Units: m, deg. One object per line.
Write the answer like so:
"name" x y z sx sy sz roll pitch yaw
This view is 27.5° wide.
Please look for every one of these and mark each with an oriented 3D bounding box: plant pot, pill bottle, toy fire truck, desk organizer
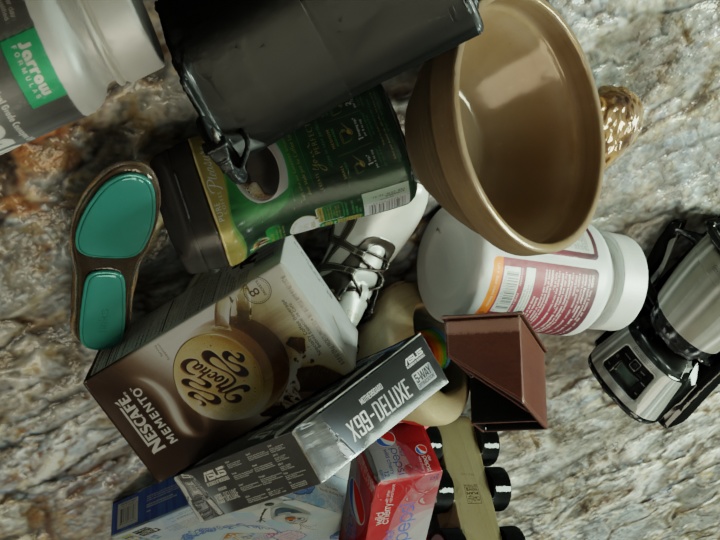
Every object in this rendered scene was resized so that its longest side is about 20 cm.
"plant pot" 0.098 -0.108 1.126 0.092 0.203 0.200 -7 154 40
"pill bottle" -0.241 -0.142 0.994 0.198 0.114 0.114 -24 140 1
"toy fire truck" 0.060 0.270 1.551 0.127 0.178 0.200 2 149 -27
"desk organizer" 0.125 0.095 1.318 0.071 0.078 0.200 -4 167 13
"pill bottle" 0.159 0.002 1.342 0.198 0.110 0.110 7 132 -31

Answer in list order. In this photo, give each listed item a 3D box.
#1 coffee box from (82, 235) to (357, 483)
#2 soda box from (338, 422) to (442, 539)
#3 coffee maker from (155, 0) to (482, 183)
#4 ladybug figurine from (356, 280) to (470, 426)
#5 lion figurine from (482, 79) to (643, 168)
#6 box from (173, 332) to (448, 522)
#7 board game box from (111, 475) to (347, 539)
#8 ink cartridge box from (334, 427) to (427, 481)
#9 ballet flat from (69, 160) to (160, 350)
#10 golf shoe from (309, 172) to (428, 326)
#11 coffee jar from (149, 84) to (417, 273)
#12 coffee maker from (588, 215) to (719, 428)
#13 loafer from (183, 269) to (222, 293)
"coffee box" -0.114 0.072 1.219 0.199 0.080 0.114 -31 108 14
"soda box" 0.025 0.232 1.402 0.069 0.064 0.201 -9 138 -16
"coffee maker" -0.022 -0.166 1.001 0.198 0.194 0.135 -27 148 7
"ladybug figurine" 0.044 0.081 1.347 0.071 0.137 0.200 -21 172 20
"lion figurine" 0.143 -0.125 1.228 0.199 0.073 0.123 20 114 -34
"box" -0.044 0.132 1.209 0.157 0.050 0.199 -34 -176 -37
"board game box" -0.113 0.246 1.483 0.199 0.044 0.198 -26 144 36
"ink cartridge box" -0.030 0.116 1.409 0.116 0.068 0.200 -34 140 12
"ballet flat" -0.204 -0.025 1.174 0.067 0.068 0.201 6 132 -20
"golf shoe" 0.000 0.000 1.277 0.077 0.095 0.200 21 121 -35
"coffee jar" -0.062 -0.073 1.158 0.198 0.105 0.085 -19 166 -5
"coffee maker" 0.350 0.056 1.472 0.191 0.136 0.200 15 128 -37
"loafer" -0.137 0.055 1.298 0.069 0.070 0.202 19 111 -14
